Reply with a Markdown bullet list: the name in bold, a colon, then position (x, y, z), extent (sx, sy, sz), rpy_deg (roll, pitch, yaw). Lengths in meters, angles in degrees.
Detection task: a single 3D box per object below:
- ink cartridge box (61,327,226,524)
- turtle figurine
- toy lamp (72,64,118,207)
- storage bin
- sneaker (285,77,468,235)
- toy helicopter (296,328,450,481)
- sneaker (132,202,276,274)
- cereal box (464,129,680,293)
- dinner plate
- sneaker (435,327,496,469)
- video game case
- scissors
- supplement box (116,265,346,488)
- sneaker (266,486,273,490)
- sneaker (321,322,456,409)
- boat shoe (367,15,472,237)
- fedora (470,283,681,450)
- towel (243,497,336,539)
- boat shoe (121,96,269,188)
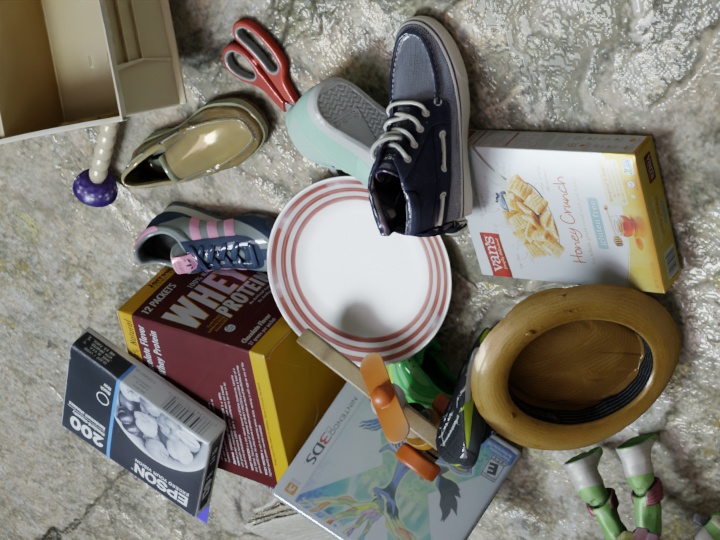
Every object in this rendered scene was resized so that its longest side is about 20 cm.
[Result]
- **ink cartridge box**: position (-0.245, 0.186, 1.898), extent (0.198, 0.043, 0.200), rpy_deg (33, 140, 16)
- **turtle figurine**: position (0.294, 0.259, 1.690), extent (0.194, 0.199, 0.144), rpy_deg (70, 161, 1)
- **toy lamp**: position (-0.272, -0.150, 1.831), extent (0.058, 0.058, 0.200), rpy_deg (34, 139, 12)
- **storage bin**: position (-0.287, -0.241, 1.699), extent (0.200, 0.094, 0.199), rpy_deg (-5, 98, 42)
- **sneaker**: position (0.017, -0.106, 1.628), extent (0.200, 0.074, 0.118), rpy_deg (40, 164, -15)
- **toy helicopter**: position (0.015, 0.122, 1.681), extent (0.200, 0.079, 0.132), rpy_deg (37, 180, 16)
- **sneaker**: position (-0.155, -0.019, 1.824), extent (0.200, 0.082, 0.070), rpy_deg (7, 127, 36)
- **cereal box**: position (0.182, -0.055, 1.542), extent (0.200, 0.040, 0.144), rpy_deg (5, 125, 38)
- **dinner plate**: position (0.000, 0.000, 1.718), extent (0.199, 0.024, 0.201), rpy_deg (7, 110, 19)
- **sneaker**: position (0.129, 0.127, 1.636), extent (0.081, 0.200, 0.074), rpy_deg (25, 123, 2)
- **video game case**: position (0.038, 0.214, 1.793), extent (0.200, 0.183, 0.022), rpy_deg (32, 168, 15)
- **scissors**: position (-0.063, -0.161, 1.678), extent (0.200, 0.014, 0.073), rpy_deg (48, 138, -2)
- **supplement box**: position (-0.133, 0.107, 1.871), extent (0.199, 0.133, 0.198), rpy_deg (15, 132, 30)
- **sneaker**: position (-0.126, 0.207, 2.013), extent (0.200, 0.074, 0.079), rpy_deg (25, 173, 11)
- **sneaker**: position (0.043, 0.093, 1.772), extent (0.200, 0.074, 0.084), rpy_deg (33, 121, 10)
- **boat shoe**: position (0.047, -0.123, 1.517), extent (0.074, 0.093, 0.201), rpy_deg (-3, 101, 39)
- **fedora**: position (0.192, 0.074, 1.574), extent (0.200, 0.082, 0.201), rpy_deg (-7, 125, -10)
- **towel**: position (-0.031, 0.291, 1.977), extent (0.132, 0.035, 0.200), rpy_deg (26, 149, -34)
- **boat shoe**: position (-0.175, -0.119, 1.759), extent (0.200, 0.076, 0.072), rpy_deg (-21, 108, 47)
